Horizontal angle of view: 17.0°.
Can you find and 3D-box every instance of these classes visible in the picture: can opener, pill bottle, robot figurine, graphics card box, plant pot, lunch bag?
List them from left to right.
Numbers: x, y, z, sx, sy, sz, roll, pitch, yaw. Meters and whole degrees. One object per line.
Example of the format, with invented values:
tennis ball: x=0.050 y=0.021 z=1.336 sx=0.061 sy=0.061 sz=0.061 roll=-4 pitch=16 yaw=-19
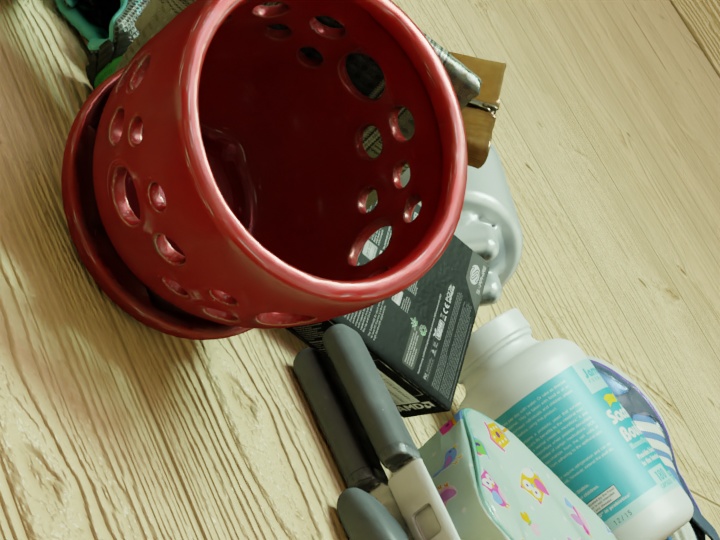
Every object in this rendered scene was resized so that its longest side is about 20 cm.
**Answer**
plant pot: x=-0.068 y=-0.060 z=1.413 sx=0.200 sy=0.182 sz=0.201 roll=11 pitch=71 yaw=-36
graphics card box: x=0.000 y=0.000 z=1.663 sx=0.200 sy=0.051 sz=0.126 roll=37 pitch=55 yaw=-35
can opener: x=0.003 y=0.114 z=1.529 sx=0.067 sy=0.053 sz=0.200 roll=31 pitch=25 yaw=-50
robot figurine: x=0.064 y=-0.048 z=1.903 sx=0.200 sy=0.113 sz=0.170 roll=-101 pitch=-172 yaw=-56
lunch bag: x=0.106 y=0.195 z=1.588 sx=0.200 sy=0.077 sz=0.161 roll=44 pitch=20 yaw=-22
pill bottle: x=0.144 y=0.127 z=1.760 sx=0.200 sy=0.111 sz=0.111 roll=54 pitch=18 yaw=9

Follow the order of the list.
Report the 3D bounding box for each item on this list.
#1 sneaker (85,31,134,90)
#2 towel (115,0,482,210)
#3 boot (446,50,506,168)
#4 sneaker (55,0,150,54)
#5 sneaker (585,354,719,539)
sneaker: x=-0.104 y=-0.088 z=1.654 sx=0.200 sy=0.078 sz=0.085 roll=20 pitch=41 yaw=-44
towel: x=-0.042 y=-0.126 z=1.510 sx=0.192 sy=0.200 sz=0.035 roll=35 pitch=53 yaw=-10
boot: x=0.004 y=-0.162 z=1.643 sx=0.199 sy=0.069 sz=0.189 roll=12 pitch=40 yaw=-4
sneaker: x=-0.181 y=-0.211 z=1.694 sx=0.091 sy=0.078 sz=0.200 roll=15 pitch=34 yaw=-49
sneaker: x=0.204 y=0.156 z=1.899 sx=0.200 sy=0.080 sz=0.146 roll=60 pitch=14 yaw=8
